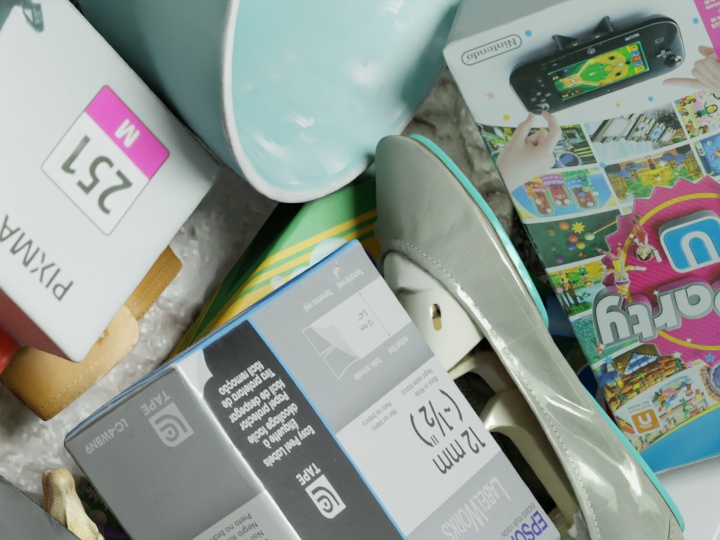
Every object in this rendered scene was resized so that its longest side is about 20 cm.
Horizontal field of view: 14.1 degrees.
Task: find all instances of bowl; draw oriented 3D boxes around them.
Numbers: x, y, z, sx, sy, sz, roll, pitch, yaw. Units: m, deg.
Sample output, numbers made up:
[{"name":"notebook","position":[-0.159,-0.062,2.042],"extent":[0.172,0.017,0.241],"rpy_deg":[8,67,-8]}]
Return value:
[{"name":"bowl","position":[-0.034,-0.136,1.075],"extent":[0.105,0.201,0.201],"rpy_deg":[24,47,24]}]

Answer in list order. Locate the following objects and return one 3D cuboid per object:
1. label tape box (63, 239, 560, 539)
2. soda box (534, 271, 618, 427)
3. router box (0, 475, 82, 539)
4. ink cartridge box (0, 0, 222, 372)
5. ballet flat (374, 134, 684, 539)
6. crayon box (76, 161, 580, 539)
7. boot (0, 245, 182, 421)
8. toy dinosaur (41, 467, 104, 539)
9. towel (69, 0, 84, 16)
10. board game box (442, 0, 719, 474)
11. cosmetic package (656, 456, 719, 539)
[{"name":"label tape box","position":[0.005,0.103,1.021],"extent":[0.200,0.066,0.143],"rpy_deg":[53,31,1]},{"name":"soda box","position":[0.071,0.089,1.197],"extent":[0.064,0.068,0.200],"rpy_deg":[41,56,-20]},{"name":"router box","position":[-0.155,0.105,0.976],"extent":[0.200,0.149,0.051],"rpy_deg":[41,59,-19]},{"name":"ink cartridge box","position":[-0.163,-0.033,0.987],"extent":[0.200,0.044,0.174],"rpy_deg":[48,68,-34]},{"name":"ballet flat","position":[0.050,0.043,1.095],"extent":[0.064,0.067,0.200],"rpy_deg":[-35,94,-22]},{"name":"crayon box","position":[-0.014,0.061,1.127],"extent":[0.126,0.052,0.200],"rpy_deg":[39,66,-11]},{"name":"boot","position":[-0.156,-0.002,1.060],"extent":[0.201,0.071,0.144],"rpy_deg":[-39,100,-40]},{"name":"toy dinosaur","position":[-0.069,0.142,1.041],"extent":[0.200,0.101,0.058],"rpy_deg":[44,74,-32]},{"name":"towel","position":[-0.071,-0.192,1.107],"extent":[0.193,0.035,0.200],"rpy_deg":[-16,123,-56]},{"name":"board game box","position":[0.140,-0.035,1.117],"extent":[0.200,0.147,0.064],"rpy_deg":[63,22,-22]},{"name":"cosmetic package","position":[0.122,0.187,1.172],"extent":[0.200,0.052,0.151],"rpy_deg":[-60,141,-32]}]
